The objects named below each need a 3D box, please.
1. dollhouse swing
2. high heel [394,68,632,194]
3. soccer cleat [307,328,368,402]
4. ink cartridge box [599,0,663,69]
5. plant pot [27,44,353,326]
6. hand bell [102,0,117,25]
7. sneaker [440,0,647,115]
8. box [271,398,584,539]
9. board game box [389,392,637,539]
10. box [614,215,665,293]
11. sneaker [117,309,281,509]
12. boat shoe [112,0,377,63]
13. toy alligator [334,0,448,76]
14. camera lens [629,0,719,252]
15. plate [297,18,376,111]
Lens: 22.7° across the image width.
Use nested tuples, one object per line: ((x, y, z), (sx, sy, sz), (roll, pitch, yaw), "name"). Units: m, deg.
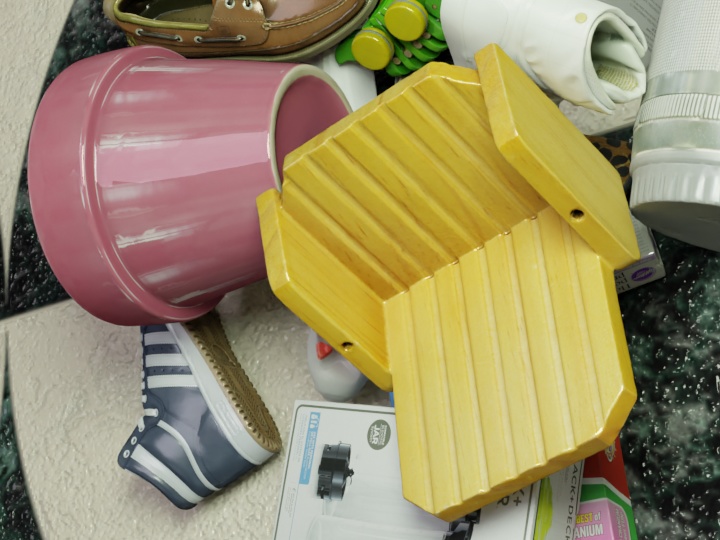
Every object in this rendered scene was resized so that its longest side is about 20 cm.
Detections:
((0.048, 0.015, 1.072), (0.199, 0.182, 0.177), (-29, 33, 31), "dollhouse swing")
((0.108, -0.101, 1.264), (0.142, 0.071, 0.201), (-29, 57, 9), "high heel")
((0.000, 0.000, 1.299), (0.069, 0.078, 0.201), (16, 67, 0), "soccer cleat")
((0.168, -0.219, 1.204), (0.076, 0.136, 0.201), (33, 95, 38), "ink cartridge box")
((-0.102, -0.067, 1.249), (0.178, 0.200, 0.202), (-8, 71, 31), "plant pot")
((-0.119, -0.144, 1.426), (0.104, 0.104, 0.201), (-32, 73, 22), "hand bell")
((0.124, -0.116, 1.118), (0.115, 0.200, 0.074), (25, 79, 22), "sneaker")
((0.043, 0.150, 1.172), (0.199, 0.060, 0.118), (3, 78, 35), "box")
((0.102, 0.150, 1.194), (0.152, 0.040, 0.201), (-21, 65, 28), "board game box")
((0.104, 0.016, 1.205), (0.199, 0.039, 0.042), (-22, 59, 11), "box")
((-0.148, 0.087, 1.366), (0.108, 0.070, 0.201), (-40, 60, 15), "sneaker")
((-0.085, -0.189, 1.282), (0.199, 0.068, 0.072), (-12, 63, 24), "boat shoe")
((0.053, -0.183, 1.240), (0.200, 0.054, 0.059), (-36, 18, 47), "toy alligator")
((0.256, -0.118, 1.098), (0.159, 0.160, 0.202), (8, 80, 35), "camera lens")
((-0.088, -0.182, 1.352), (0.198, 0.032, 0.202), (-2, 98, 24), "plate")
